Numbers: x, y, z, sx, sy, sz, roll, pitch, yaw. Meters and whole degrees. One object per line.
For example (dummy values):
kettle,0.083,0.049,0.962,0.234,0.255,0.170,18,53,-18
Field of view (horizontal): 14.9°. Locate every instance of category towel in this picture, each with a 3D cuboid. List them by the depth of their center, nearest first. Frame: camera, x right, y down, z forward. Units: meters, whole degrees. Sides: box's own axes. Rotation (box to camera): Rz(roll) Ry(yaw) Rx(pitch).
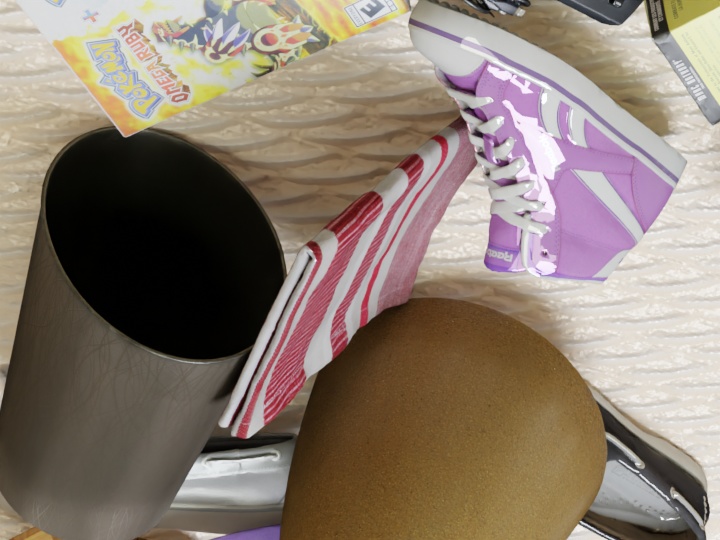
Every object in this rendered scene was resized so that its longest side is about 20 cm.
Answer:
towel,0.000,0.000,1.522,0.023,0.200,0.144,34,127,12

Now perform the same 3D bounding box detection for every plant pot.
plant pot,0.029,0.148,1.598,0.186,0.200,0.187,11,125,15

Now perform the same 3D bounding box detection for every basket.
basket,-0.136,0.050,1.570,0.136,0.181,0.200,-1,137,-25

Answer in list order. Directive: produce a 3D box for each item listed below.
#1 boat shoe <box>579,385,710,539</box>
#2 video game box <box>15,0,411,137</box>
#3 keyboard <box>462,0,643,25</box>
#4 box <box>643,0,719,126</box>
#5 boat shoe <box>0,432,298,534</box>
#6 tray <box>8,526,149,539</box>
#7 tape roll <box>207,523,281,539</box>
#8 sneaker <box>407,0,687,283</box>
boat shoe,0.136,0.122,1.704,0.200,0.060,0.074,32,123,-25
video game box,-0.097,-0.178,1.446,0.182,0.047,0.200,-21,133,18
keyboard,0.078,-0.179,1.432,0.200,0.040,0.104,23,103,-28
box,0.257,-0.158,1.485,0.200,0.050,0.075,-27,125,20
boat shoe,-0.132,0.121,1.695,0.199,0.072,0.069,4,102,8
tray,-0.171,0.199,1.712,0.098,0.037,0.200,-28,158,19
tape roll,-0.087,0.229,1.720,0.200,0.066,0.200,-18,157,-8
sneaker,0.086,-0.060,1.510,0.200,0.073,0.114,34,88,-29
